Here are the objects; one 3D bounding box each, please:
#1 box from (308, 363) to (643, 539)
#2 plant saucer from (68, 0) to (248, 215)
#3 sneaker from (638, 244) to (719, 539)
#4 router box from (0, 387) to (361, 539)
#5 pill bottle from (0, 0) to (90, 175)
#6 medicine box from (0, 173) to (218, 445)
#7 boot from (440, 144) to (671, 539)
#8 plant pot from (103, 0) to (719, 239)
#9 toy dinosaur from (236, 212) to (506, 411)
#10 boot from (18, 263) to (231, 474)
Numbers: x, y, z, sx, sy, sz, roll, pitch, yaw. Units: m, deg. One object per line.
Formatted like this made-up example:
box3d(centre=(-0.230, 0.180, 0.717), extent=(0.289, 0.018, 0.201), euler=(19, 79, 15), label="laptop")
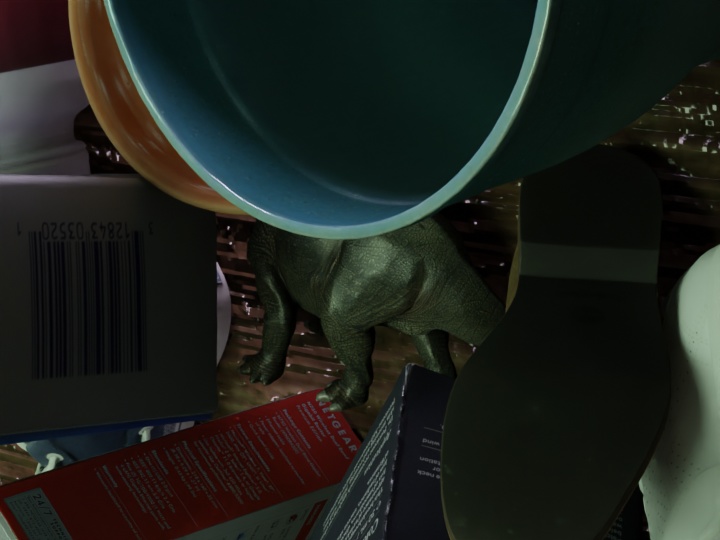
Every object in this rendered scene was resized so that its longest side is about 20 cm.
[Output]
box3d(centre=(0.018, 0.176, 1.093), extent=(0.183, 0.104, 0.200), euler=(-78, 12, -48), label="box")
box3d(centre=(-0.027, -0.119, 1.134), extent=(0.199, 0.037, 0.201), euler=(-6, 80, 34), label="plant saucer")
box3d(centre=(0.124, 0.087, 1.001), extent=(0.088, 0.075, 0.201), euler=(-29, 47, 55), label="sneaker")
box3d(centre=(-0.106, 0.150, 1.249), extent=(0.049, 0.179, 0.200), euler=(53, 136, 24), label="router box")
box3d(centre=(-0.177, -0.125, 1.301), extent=(0.113, 0.113, 0.201), euler=(1, 103, 50), label="pill bottle")
box3d(centre=(-0.186, 0.013, 1.165), extent=(0.199, 0.182, 0.104), euler=(-1, 91, 32), label="medicine box")
box3d(centre=(0.072, 0.047, 1.019), extent=(0.073, 0.201, 0.076), euler=(10, 133, 8), label="boot")
box3d(centre=(0.046, -0.123, 0.961), extent=(0.199, 0.187, 0.201), euler=(12, 107, 42), label="plant pot")
box3d(centre=(0.000, 0.000, 1.155), extent=(0.200, 0.077, 0.103), euler=(34, 133, 43), label="toy dinosaur")
box3d(centre=(-0.126, 0.078, 1.320), extent=(0.073, 0.090, 0.201), euler=(40, 130, 36), label="boot")
